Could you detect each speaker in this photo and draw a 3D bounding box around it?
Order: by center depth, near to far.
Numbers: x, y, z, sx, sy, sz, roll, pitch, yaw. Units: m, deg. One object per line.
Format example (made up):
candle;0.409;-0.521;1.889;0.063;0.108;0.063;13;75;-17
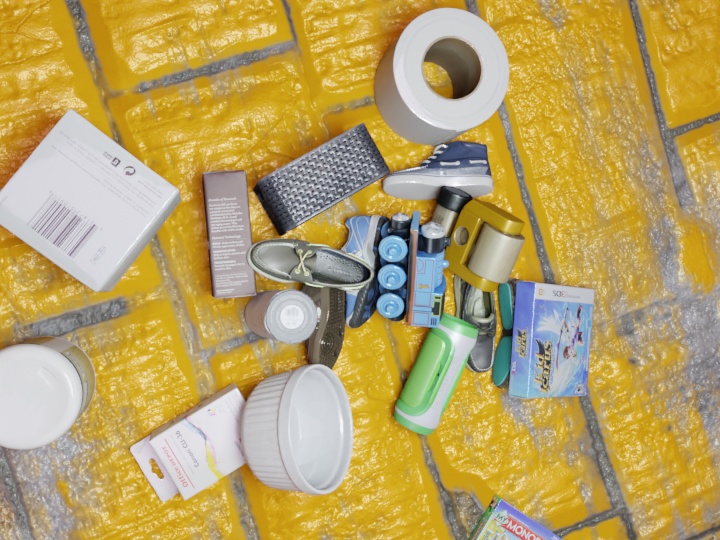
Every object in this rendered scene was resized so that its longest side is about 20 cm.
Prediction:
speaker;-0.130;0.071;1.115;0.081;0.200;0.082;1;87;-18
speaker;0.129;0.177;1.216;0.088;0.088;0.201;22;95;-11

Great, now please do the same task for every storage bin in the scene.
storage bin;-0.065;-0.147;1.163;0.200;0.135;0.094;-30;95;-11

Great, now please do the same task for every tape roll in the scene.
tape roll;0.135;-0.326;1.209;0.202;0.139;0.203;0;89;-13

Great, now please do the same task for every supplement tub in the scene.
supplement tub;-0.471;0.172;1.036;0.144;0.200;0.145;0;89;-12

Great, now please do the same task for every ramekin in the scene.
ramekin;-0.102;0.255;1.125;0.105;0.200;0.201;-11;92;27

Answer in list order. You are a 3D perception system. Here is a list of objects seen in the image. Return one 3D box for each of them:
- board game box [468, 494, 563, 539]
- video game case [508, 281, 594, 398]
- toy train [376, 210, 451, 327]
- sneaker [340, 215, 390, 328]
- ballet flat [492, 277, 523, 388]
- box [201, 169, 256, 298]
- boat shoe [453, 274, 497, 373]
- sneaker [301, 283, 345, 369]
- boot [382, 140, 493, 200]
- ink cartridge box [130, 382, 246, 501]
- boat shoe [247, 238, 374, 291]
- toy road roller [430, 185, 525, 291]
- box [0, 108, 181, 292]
board game box;0.294;0.522;1.292;0.200;0.029;0.135;35;83;-10
video game case;0.344;0.125;1.261;0.181;0.045;0.201;6;88;-39
toy train;0.087;-0.001;1.155;0.114;0.087;0.201;4;120;4
sneaker;0.000;0.000;1.219;0.077;0.076;0.201;14;96;25
ballet flat;0.286;0.115;1.279;0.075;0.068;0.201;7;84;-22
box;-0.214;-0.056;1.148;0.075;0.100;0.201;-3;90;-13
boat shoe;0.208;0.086;1.257;0.072;0.066;0.202;-6;91;-14
sneaker;-0.072;0.076;1.202;0.070;0.075;0.201;4;93;-55
boot;0.134;-0.180;1.252;0.199;0.073;0.091;0;71;-12
ink cartridge box;-0.262;0.287;1.149;0.200;0.067;0.117;-31;97;-11
boat shoe;-0.076;-0.011;1.114;0.201;0.060;0.072;12;81;-18
toy road roller;0.211;-0.057;1.201;0.146;0.200;0.123;3;115;-39
box;-0.415;-0.100;1.087;0.199;0.131;0.200;37;81;-10
